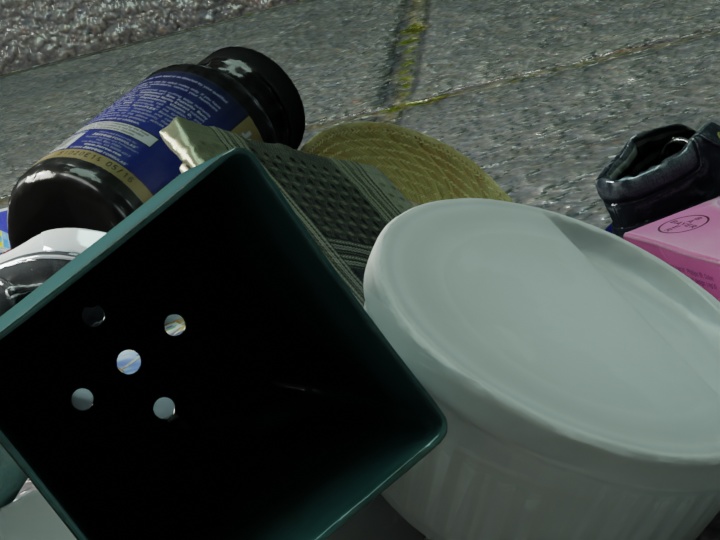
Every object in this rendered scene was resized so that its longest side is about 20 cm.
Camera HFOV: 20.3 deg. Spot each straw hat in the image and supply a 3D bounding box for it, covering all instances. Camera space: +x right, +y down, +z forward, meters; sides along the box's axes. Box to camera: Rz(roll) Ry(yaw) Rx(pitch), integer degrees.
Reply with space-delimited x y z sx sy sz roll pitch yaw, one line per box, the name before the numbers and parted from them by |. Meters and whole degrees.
straw hat | 0.016 0.002 1.325 0.201 0.201 0.085 -31 -18 -46

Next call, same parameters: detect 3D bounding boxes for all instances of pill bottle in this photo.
pill bottle | -0.119 -0.059 1.246 0.111 0.112 0.200 -3 28 35

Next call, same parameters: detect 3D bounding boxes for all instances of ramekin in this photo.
ramekin | 0.085 0.060 0.919 0.201 0.095 0.203 17 29 -10

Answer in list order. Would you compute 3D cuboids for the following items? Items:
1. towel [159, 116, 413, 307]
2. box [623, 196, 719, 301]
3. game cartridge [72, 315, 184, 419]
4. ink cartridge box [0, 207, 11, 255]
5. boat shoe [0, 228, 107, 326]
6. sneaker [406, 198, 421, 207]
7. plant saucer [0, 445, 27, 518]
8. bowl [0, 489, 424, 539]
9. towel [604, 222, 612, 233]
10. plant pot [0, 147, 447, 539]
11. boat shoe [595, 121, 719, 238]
towel | 0.000 0.000 1.091 0.192 0.035 0.200 11 33 -50
box | 0.273 0.006 1.063 0.199 0.097 0.176 -19 17 -19
game cartridge | -0.099 0.053 1.098 0.132 0.042 0.200 -18 10 -16
ink cartridge box | -0.157 0.010 1.284 0.199 0.047 0.198 -14 35 -20
boat shoe | -0.205 0.028 1.156 0.199 0.072 0.068 -8 44 25
sneaker | 0.072 0.027 1.198 0.199 0.071 0.076 25 60 31
plant saucer | -0.208 0.124 1.063 0.202 0.039 0.201 -57 5 8
bowl | -0.076 0.139 0.964 0.199 0.075 0.199 -27 19 -38
towel | 0.209 0.002 1.248 0.147 0.050 0.200 -29 20 -22
plant pot | -0.084 0.048 0.856 0.141 0.142 0.200 -39 11 -12
boat shoe | 0.218 -0.056 1.177 0.200 0.091 0.071 -34 23 -36
